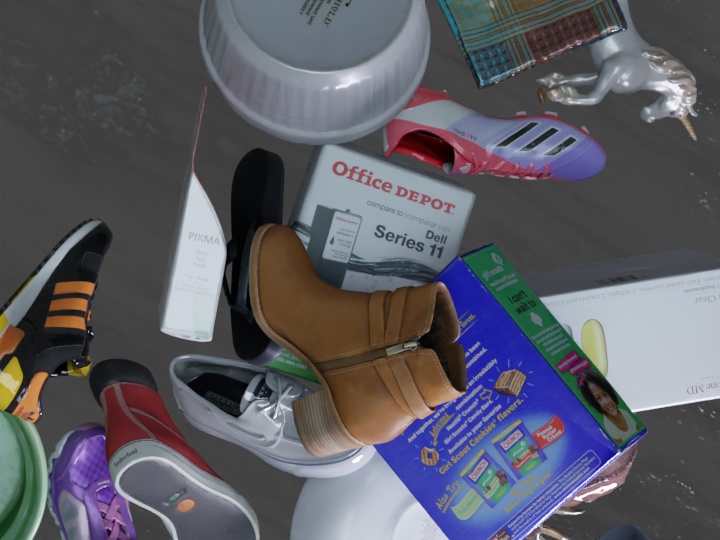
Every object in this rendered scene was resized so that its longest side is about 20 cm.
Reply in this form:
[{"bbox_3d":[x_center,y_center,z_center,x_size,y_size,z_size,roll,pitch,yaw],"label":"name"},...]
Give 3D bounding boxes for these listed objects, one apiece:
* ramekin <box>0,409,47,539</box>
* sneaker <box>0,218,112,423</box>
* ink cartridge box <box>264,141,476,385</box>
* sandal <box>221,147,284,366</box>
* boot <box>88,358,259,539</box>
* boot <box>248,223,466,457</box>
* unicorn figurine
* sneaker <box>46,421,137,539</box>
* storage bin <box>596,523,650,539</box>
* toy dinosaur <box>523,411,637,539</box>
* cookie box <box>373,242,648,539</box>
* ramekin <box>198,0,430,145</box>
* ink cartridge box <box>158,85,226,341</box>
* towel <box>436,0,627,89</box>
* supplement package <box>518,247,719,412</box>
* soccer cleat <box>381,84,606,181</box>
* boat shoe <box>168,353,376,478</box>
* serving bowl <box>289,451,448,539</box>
[{"bbox_3d":[-0.363,0.169,1.642,0.198,0.098,0.202,-1,96,-6],"label":"ramekin"},{"bbox_3d":[-0.253,0.045,1.619,0.090,0.070,0.201,42,49,-7],"label":"sneaker"},{"bbox_3d":[0.000,0.000,1.671,0.145,0.083,0.202,18,94,-7],"label":"ink cartridge box"},{"bbox_3d":[-0.096,-0.011,1.632,0.043,0.076,0.202,16,54,-34],"label":"sandal"},{"bbox_3d":[-0.162,0.159,1.679,0.072,0.145,0.200,-32,136,8],"label":"boot"},{"bbox_3d":[-0.003,0.035,1.516,0.155,0.076,0.202,-26,69,35],"label":"boot"},{"bbox_3d":[0.214,-0.190,1.680,0.136,0.074,0.202,-17,97,-5],"label":"unicorn figurine"},{"bbox_3d":[-0.218,0.232,1.659,0.080,0.088,0.202,-7,100,-36],"label":"sneaker"},{"bbox_3d":[0.219,0.351,1.712,0.200,0.146,0.135,-40,109,-1],"label":"storage bin"},{"bbox_3d":[0.182,0.181,1.682,0.199,0.136,0.086,-29,97,-6],"label":"toy dinosaur"},{"bbox_3d":[0.100,0.110,1.559,0.171,0.075,0.200,-44,80,25],"label":"cookie box"},{"bbox_3d":[-0.036,-0.215,1.605,0.200,0.094,0.204,1,70,-4],"label":"ramekin"},{"bbox_3d":[-0.129,-0.051,1.613,0.050,0.161,0.202,13,94,-7],"label":"ink cartridge box"},{"bbox_3d":[0.126,-0.271,1.657,0.145,0.022,0.202,-23,78,-3],"label":"towel"},{"bbox_3d":[0.218,0.055,1.664,0.198,0.156,0.112,-9,97,-6],"label":"supplement package"},{"bbox_3d":[0.113,-0.104,1.672,0.198,0.067,0.077,17,53,-3],"label":"soccer cleat"},{"bbox_3d":[-0.080,0.119,1.632,0.198,0.066,0.074,11,58,27],"label":"boat shoe"},{"bbox_3d":[0.035,0.230,1.659,0.199,0.065,0.202,-5,98,-41],"label":"serving bowl"}]
